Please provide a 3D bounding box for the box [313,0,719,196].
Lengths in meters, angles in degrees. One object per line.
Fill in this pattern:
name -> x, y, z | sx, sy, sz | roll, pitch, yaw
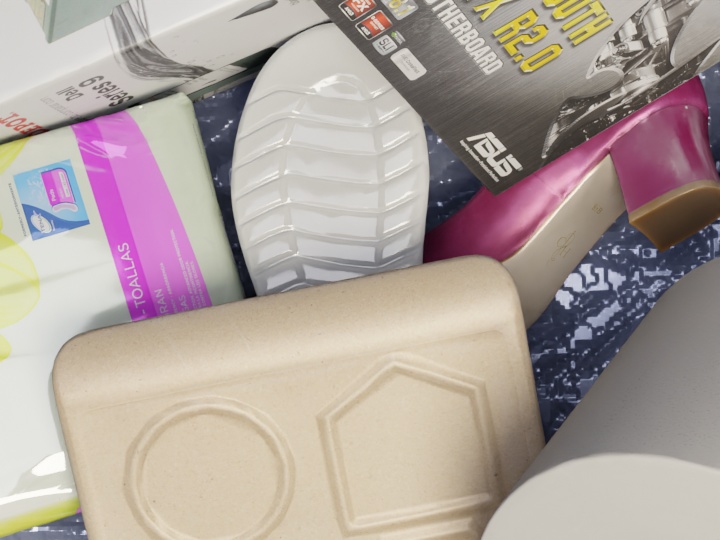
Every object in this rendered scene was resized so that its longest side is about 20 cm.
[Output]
box -> 0.077, -0.120, 0.969 | 0.158, 0.200, 0.049 | -30, 62, 10

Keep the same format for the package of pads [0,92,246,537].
package of pads -> -0.144, 0.030, 1.034 | 0.199, 0.068, 0.155 | -16, 87, -10

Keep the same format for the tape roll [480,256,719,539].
tape roll -> 0.160, 0.110, 0.936 | 0.202, 0.139, 0.203 | 21, 134, 24

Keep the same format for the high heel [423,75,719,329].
high heel -> 0.061, -0.030, 1.092 | 0.199, 0.067, 0.096 | -29, 52, 21

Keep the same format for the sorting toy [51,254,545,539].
sorting toy -> -0.014, 0.105, 1.002 | 0.184, 0.036, 0.201 | -11, 103, 0

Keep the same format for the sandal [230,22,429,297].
sandal -> -0.008, 0.001, 1.041 | 0.082, 0.050, 0.204 | -7, 86, 2

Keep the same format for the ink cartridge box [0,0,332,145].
ink cartridge box -> -0.077, -0.123, 1.044 | 0.199, 0.146, 0.084 | -22, 83, 7
